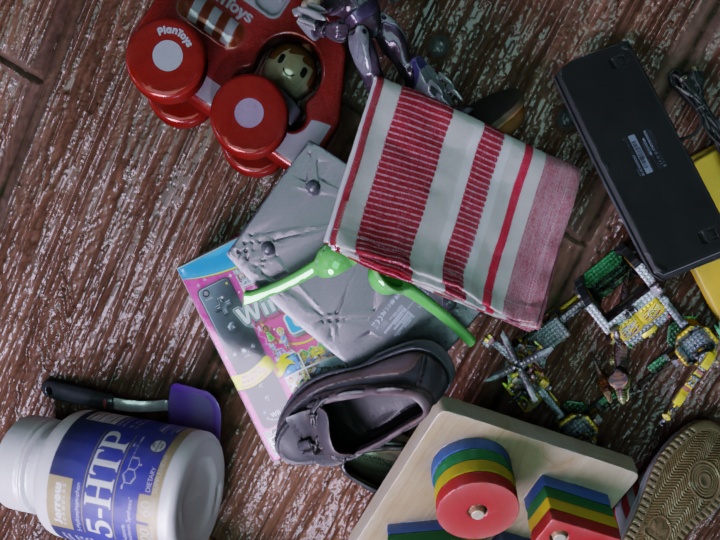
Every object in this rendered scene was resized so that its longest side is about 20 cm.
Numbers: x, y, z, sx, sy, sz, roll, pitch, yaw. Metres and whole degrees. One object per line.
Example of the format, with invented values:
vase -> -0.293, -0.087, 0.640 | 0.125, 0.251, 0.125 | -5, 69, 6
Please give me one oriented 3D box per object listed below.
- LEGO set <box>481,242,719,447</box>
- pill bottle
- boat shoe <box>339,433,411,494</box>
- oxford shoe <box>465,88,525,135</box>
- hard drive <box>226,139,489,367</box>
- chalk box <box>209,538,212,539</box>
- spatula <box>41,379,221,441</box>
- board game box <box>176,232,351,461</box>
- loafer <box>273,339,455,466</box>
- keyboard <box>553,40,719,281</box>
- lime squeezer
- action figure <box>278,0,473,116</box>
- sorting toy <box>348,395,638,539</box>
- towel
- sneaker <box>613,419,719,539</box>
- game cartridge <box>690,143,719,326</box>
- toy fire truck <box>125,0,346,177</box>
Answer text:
LEGO set -> 0.213, 0.077, 0.741 | 0.198, 0.116, 0.156 | -31, 95, 13
pill bottle -> -0.241, 0.200, 0.826 | 0.195, 0.120, 0.123 | 6, 102, 15
boat shoe -> 0.072, 0.198, 0.812 | 0.195, 0.065, 0.075 | 7, 102, 6
oxford shoe -> 0.076, -0.078, 0.766 | 0.071, 0.072, 0.199 | 40, 109, -22
hard drive -> 0.000, 0.000, 0.731 | 0.199, 0.042, 0.136 | 39, 104, -3
chalk box -> -0.185, 0.344, 0.849 | 0.199, 0.124, 0.126 | 39, 104, 0
spatula -> -0.231, 0.133, 0.865 | 0.195, 0.021, 0.058 | 9, 106, 7
board game box -> -0.060, 0.053, 0.805 | 0.145, 0.064, 0.203 | -25, 96, 11
loafer -> -0.009, 0.121, 0.719 | 0.198, 0.063, 0.072 | -33, 106, 33
keyboard -> 0.250, -0.101, 0.714 | 0.124, 0.021, 0.204 | -19, 74, -7
lime squeezer -> 0.002, 0.015, 0.692 | 0.195, 0.038, 0.072 | 10, 104, 3
action figure -> 0.011, -0.201, 0.724 | 0.129, 0.069, 0.203 | -35, 101, -24
sorting toy -> 0.114, 0.229, 0.753 | 0.195, 0.070, 0.202 | 19, 123, -14
towel -> 0.080, -0.051, 0.687 | 0.196, 0.023, 0.147 | 21, 79, -18
sneaker -> 0.260, 0.226, 0.798 | 0.071, 0.113, 0.201 | 38, 74, 1
game cartridge -> 0.371, -0.031, 0.745 | 0.174, 0.032, 0.203 | -29, 98, 12
toy fire truck -> -0.097, -0.187, 0.749 | 0.198, 0.112, 0.170 | 33, 85, 0
